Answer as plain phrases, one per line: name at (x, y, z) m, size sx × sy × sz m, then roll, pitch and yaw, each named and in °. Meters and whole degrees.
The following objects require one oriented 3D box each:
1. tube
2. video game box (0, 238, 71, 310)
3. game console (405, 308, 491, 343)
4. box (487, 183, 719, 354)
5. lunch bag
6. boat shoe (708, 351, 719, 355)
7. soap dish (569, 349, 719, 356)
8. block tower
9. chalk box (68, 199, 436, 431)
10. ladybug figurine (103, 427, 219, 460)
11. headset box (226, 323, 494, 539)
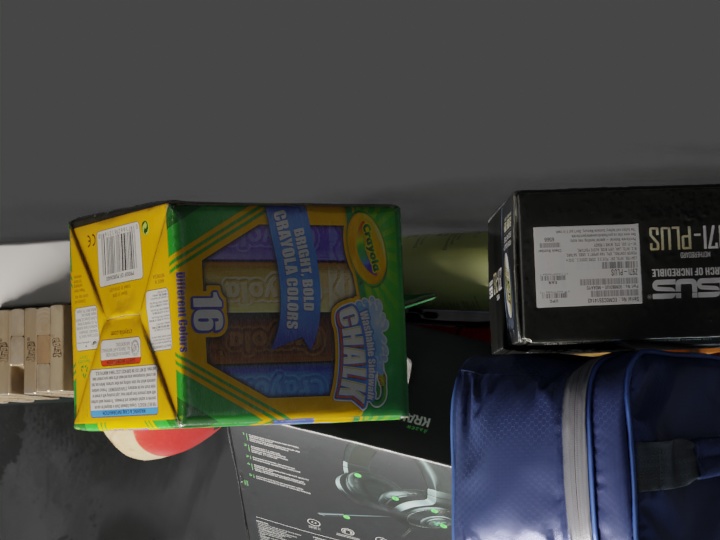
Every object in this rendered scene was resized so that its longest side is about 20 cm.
tube at (0.000, 0.000, 1.613) m, size 0.199 × 0.052 × 0.058 m, roll -1°, pitch 142°, yaw 24°
video game box at (-0.236, 0.012, 1.620) m, size 0.198 × 0.047 × 0.182 m, roll -3°, pitch 177°, yaw 14°
game console at (0.019, 0.023, 1.687) m, size 0.175 × 0.031 × 0.200 m, roll 8°, pitch -171°, yaw 6°
box at (0.178, 0.001, 1.444) m, size 0.198 × 0.087 × 0.164 m, roll -2°, pitch 176°, yaw -3°
lunch bag at (0.151, 0.115, 1.432) m, size 0.132 × 0.137 × 0.200 m, roll -3°, pitch 177°, yaw 30°
boat shoe at (0.178, 0.100, 1.595) m, size 0.199 × 0.072 × 0.062 m, roll -21°, pitch -178°, yaw -26°
soap dish at (0.240, 0.016, 1.675) m, size 0.157 × 0.082 × 0.199 m, roll 2°, pitch 172°, yaw -41°
block tower at (-0.250, 0.057, 1.563) m, size 0.199 × 0.058 × 0.054 m, roll -4°, pitch 173°, yaw 30°
chalk box at (-0.052, 0.028, 1.430) m, size 0.199 × 0.125 × 0.124 m, roll 1°, pitch 174°, yaw -34°
ladybug figurine at (-0.114, 0.049, 1.547) m, size 0.071 × 0.137 × 0.200 m, roll 3°, pitch 172°, yaw 12°
headset box at (0.013, 0.112, 1.587) m, size 0.173 × 0.093 × 0.200 m, roll 13°, pitch 150°, yaw 12°
